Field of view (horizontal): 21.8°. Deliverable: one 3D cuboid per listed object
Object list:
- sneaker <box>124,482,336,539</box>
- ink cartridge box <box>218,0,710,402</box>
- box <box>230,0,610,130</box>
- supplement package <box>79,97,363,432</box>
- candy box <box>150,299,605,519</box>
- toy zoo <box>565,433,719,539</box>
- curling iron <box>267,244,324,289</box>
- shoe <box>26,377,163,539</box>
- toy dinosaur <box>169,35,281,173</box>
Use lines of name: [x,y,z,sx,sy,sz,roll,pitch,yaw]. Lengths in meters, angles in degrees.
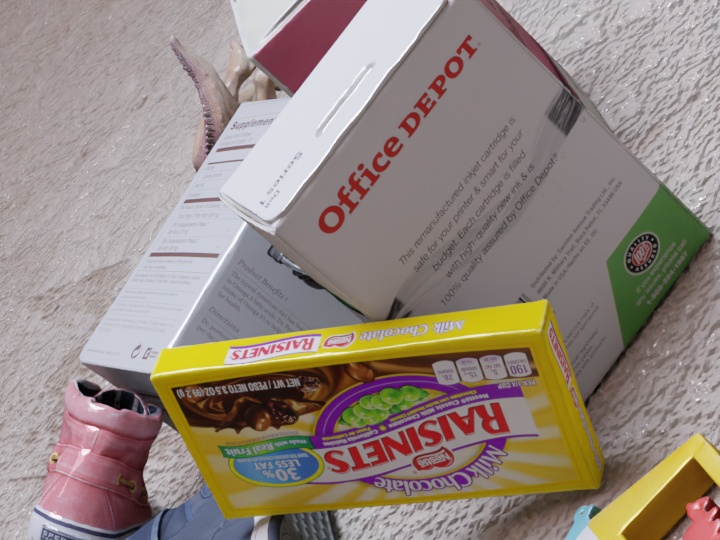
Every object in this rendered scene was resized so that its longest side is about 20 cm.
sneaker: [-0.079,0.181,0.987,0.146,0.077,0.203,-39,21,8]
ink cartridge box: [0.052,-0.028,0.918,0.146,0.200,0.084,-51,28,-4]
box: [0.034,-0.117,1.067,0.109,0.200,0.128,-44,26,12]
supplement package: [-0.058,0.007,1.150,0.117,0.117,0.201,1,56,59]
candy box: [0.008,0.070,0.892,0.198,0.103,0.027,-8,39,22]
toy zoo: [0.127,0.148,0.769,0.131,0.020,0.200,-47,26,7]
curling iron: [0.000,0.000,1.035,0.026,0.049,0.200,-59,-18,5]
shoe: [-0.151,0.116,1.136,0.200,0.071,0.092,139,150,-89]
toy dinosaur: [-0.081,-0.071,1.261,0.085,0.200,0.136,28,79,29]
